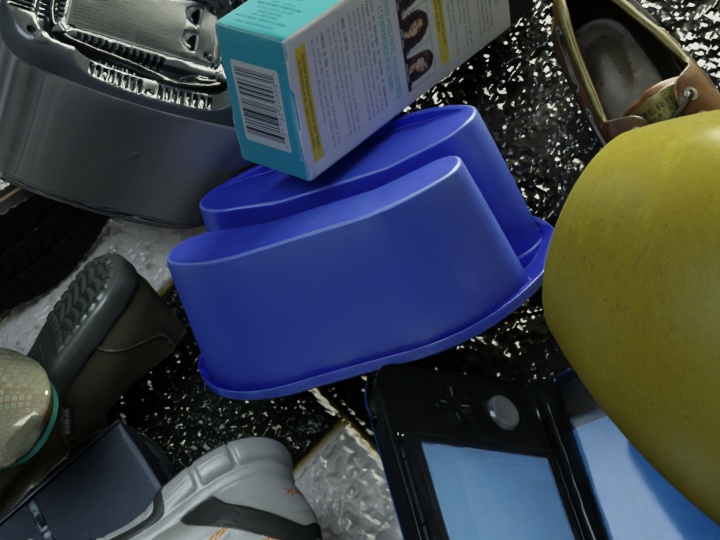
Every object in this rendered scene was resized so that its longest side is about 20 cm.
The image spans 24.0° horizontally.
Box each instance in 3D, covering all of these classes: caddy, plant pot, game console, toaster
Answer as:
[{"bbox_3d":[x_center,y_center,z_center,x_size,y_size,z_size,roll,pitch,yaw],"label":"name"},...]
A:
[{"bbox_3d":[0.000,0.000,0.860,0.199,0.105,0.142,-16,23,19],"label":"caddy"},{"bbox_3d":[0.164,0.009,0.729,0.142,0.200,0.201,24,79,32],"label":"plant pot"},{"bbox_3d":[0.118,0.113,0.760,0.118,0.170,0.201,-42,51,36],"label":"game console"},{"bbox_3d":[-0.133,-0.104,0.932,0.129,0.199,0.114,123,155,-49],"label":"toaster"}]

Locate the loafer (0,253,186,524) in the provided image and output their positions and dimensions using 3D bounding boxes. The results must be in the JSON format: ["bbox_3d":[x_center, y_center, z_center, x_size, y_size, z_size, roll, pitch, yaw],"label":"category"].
[{"bbox_3d":[-0.166,0.085,0.932,0.200,0.070,0.075,-51,27,17],"label":"loafer"}]

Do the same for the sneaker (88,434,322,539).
[{"bbox_3d":[-0.104,0.164,0.807,0.200,0.074,0.080,-37,59,2],"label":"sneaker"}]

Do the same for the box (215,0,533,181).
[{"bbox_3d":[0.013,-0.134,0.885,0.049,0.083,0.200,20,45,35],"label":"box"}]

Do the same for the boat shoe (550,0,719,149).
[{"bbox_3d":[0.151,-0.068,0.850,0.072,0.068,0.200,-36,58,4],"label":"boat shoe"}]

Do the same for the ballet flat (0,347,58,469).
[{"bbox_3d":[-0.222,0.062,0.902,0.200,0.062,0.068,9,70,61],"label":"ballet flat"}]

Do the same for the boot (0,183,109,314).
[{"bbox_3d":[-0.253,-0.033,1.033,0.200,0.077,0.139,-37,52,5],"label":"boot"}]

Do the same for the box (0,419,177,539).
[{"bbox_3d":[-0.129,0.202,0.874,0.158,0.051,0.200,-40,57,3],"label":"box"}]
